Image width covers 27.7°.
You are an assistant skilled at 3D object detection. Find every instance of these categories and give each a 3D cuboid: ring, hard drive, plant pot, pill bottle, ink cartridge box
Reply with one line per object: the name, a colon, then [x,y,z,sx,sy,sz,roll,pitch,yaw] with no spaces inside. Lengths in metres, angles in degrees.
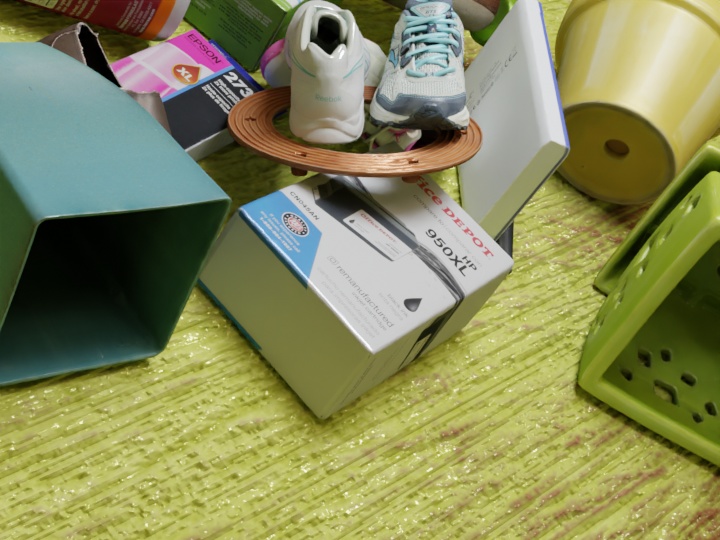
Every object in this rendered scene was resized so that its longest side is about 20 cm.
ring: [-0.004,-0.106,1.136,0.199,0.019,0.201,4,26,-2]
hard drive: [0.127,-0.132,1.286,0.025,0.132,0.201,20,41,-21]
plant pot: [0.313,0.025,1.228,0.198,0.200,0.182,29,31,-10]
pill bottle: [-0.233,-0.260,1.151,0.199,0.113,0.113,14,44,-24]
ink cartridge box: [-0.091,-0.284,1.316,0.148,0.076,0.200,39,40,3]
ink cartridge box: [-0.139,-0.138,1.168,0.095,0.037,0.200,44,37,8]
ink cartridge box: [0.000,0.000,1.093,0.145,0.084,0.200,47,39,12]
plant pot: [0.269,-0.172,1.402,0.200,0.201,0.189,33,54,-5]
plant pot: [-0.211,-0.052,0.949,0.141,0.142,0.200,-9,48,-42]

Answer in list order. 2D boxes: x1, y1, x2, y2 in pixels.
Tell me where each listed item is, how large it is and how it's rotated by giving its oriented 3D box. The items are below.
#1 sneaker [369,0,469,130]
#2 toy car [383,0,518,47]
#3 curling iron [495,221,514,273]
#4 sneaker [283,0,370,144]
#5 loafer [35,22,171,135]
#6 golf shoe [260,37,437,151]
sneaker: [0.047,-0.170,1.156,0.077,0.087,0.200,3,25,-2]
toy car: [0.092,-0.331,1.359,0.164,0.201,0.158,20,5,-46]
curling iron: [0.137,-0.069,1.314,0.049,0.026,0.200,24,40,-11]
sneaker: [-0.023,-0.176,1.141,0.070,0.081,0.201,0,32,-5]
loafer: [-0.168,-0.098,1.041,0.200,0.071,0.073,49,14,6]
golf shoe: [0.009,-0.144,1.258,0.199,0.075,0.092,13,48,-26]
